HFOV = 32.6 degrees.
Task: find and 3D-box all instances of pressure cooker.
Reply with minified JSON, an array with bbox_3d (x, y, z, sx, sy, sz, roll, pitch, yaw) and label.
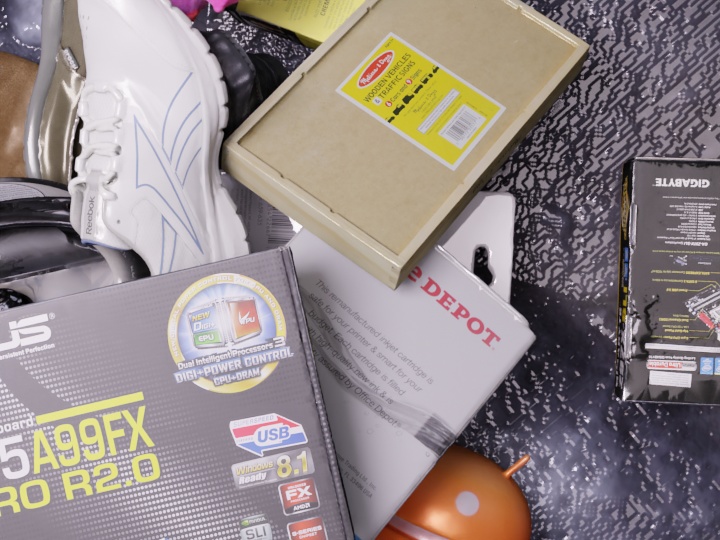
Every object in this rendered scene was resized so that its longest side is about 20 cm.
[{"bbox_3d":[-0.211,0.040,0.751,0.178,0.201,0.176,21,48,19],"label":"pressure cooker"}]

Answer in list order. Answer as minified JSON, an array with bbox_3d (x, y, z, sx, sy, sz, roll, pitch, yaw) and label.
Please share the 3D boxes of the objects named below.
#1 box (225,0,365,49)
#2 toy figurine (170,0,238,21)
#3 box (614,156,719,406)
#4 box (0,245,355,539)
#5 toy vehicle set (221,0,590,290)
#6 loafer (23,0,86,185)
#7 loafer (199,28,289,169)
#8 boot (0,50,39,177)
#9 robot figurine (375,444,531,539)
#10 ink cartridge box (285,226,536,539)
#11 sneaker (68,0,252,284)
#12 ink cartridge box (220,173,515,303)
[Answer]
[{"bbox_3d":[0.012,-0.157,0.813,0.199,0.075,0.050,21,93,3],"label":"box"},{"bbox_3d":[-0.110,-0.200,0.694,0.149,0.185,0.201,10,125,-33],"label":"toy figurine"},{"bbox_3d":[0.270,0.008,0.804,0.198,0.049,0.161,1,93,5],"label":"box"},{"bbox_3d":[-0.115,0.087,0.634,0.199,0.044,0.161,-12,91,-2],"label":"box"},{"bbox_3d":[0.030,-0.096,0.720,0.124,0.027,0.200,36,64,12],"label":"toy vehicle set"},{"bbox_3d":[-0.178,-0.119,0.830,0.069,0.075,0.202,3,91,9],"label":"loafer"},{"bbox_3d":[-0.078,-0.111,0.759,0.070,0.201,0.068,-33,89,-8],"label":"loafer"},{"bbox_3d":[-0.259,-0.052,0.844,0.075,0.074,0.202,11,89,-1],"label":"boot"},{"bbox_3d":[0.039,0.197,0.794,0.116,0.144,0.201,19,93,-23],"label":"robot figurine"},{"bbox_3d":[-0.018,0.071,0.720,0.145,0.084,0.200,40,77,5],"label":"ink cartridge box"},{"bbox_3d":[-0.116,-0.058,0.660,0.074,0.087,0.201,9,120,43],"label":"sneaker"},{"bbox_3d":[0.000,0.000,0.818,0.198,0.067,0.117,4,90,6],"label":"ink cartridge box"}]
